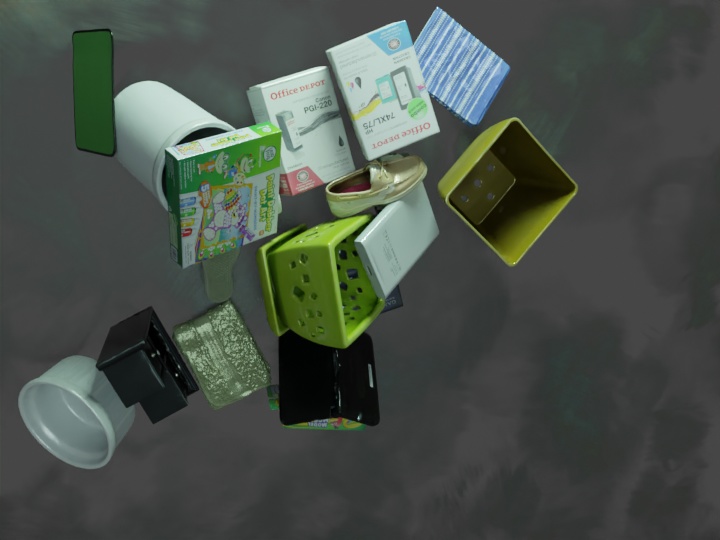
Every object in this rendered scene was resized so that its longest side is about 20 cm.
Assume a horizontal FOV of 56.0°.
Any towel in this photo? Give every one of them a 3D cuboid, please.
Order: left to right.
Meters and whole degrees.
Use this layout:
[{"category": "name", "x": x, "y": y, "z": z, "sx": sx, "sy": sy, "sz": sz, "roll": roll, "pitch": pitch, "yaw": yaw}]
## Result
[{"category": "towel", "x": -0.274, "y": 0.171, "z": 1.356, "sx": 0.146, "sy": 0.036, "sz": 0.203, "roll": -26, "pitch": 108, "yaw": -7}, {"category": "towel", "x": 0.190, "y": -0.397, "z": 1.339, "sx": 0.198, "sy": 0.024, "sz": 0.146, "roll": 32, "pitch": 94, "yaw": -19}]

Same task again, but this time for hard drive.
[{"category": "hard drive", "x": 0.073, "y": -0.063, "z": 1.278, "sx": 0.200, "sy": 0.026, "sz": 0.133, "roll": -48, "pitch": 129, "yaw": -33}]

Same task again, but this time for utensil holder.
[{"category": "utensil holder", "x": -0.315, "y": -0.208, "z": 1.139, "sx": 0.169, "sy": 0.199, "sz": 0.172, "roll": -32, "pitch": 142, "yaw": -29}]

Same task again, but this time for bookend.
[{"category": "bookend", "x": -0.384, "y": 0.198, "z": 1.250, "sx": 0.091, "sy": 0.200, "sz": 0.201, "roll": -27, "pitch": 108, "yaw": -5}]

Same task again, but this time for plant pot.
[{"category": "plant pot", "x": -0.077, "y": 0.013, "z": 1.271, "sx": 0.178, "sy": 0.199, "sz": 0.204, "roll": 0, "pitch": 109, "yaw": 25}, {"category": "plant pot", "x": 0.263, "y": -0.162, "z": 1.333, "sx": 0.199, "sy": 0.176, "sz": 0.201, "roll": 41, "pitch": 92, "yaw": -20}]

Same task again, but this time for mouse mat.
[{"category": "mouse mat", "x": -0.451, "y": -0.300, "z": 1.143, "sx": 0.007, "sy": 0.159, "sz": 0.204, "roll": -8, "pitch": 108, "yaw": -44}]

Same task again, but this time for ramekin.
[{"category": "ramekin", "x": -0.512, "y": 0.255, "z": 1.244, "sx": 0.197, "sy": 0.098, "sz": 0.204, "roll": 11, "pitch": 123, "yaw": 17}]

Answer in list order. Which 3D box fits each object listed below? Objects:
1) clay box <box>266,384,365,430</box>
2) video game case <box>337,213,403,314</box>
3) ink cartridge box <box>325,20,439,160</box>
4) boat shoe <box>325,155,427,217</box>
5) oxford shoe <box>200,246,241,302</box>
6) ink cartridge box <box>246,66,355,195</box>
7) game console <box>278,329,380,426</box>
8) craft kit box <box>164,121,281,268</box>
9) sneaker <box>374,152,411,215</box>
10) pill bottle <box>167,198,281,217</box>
[{"category": "clay box", "x": -0.093, "y": 0.279, "z": 1.386, "sx": 0.196, "sy": 0.115, "sz": 0.049, "roll": 4, "pitch": 104, "yaw": -14}, {"category": "video game case", "x": 0.000, "y": 0.000, "z": 1.391, "sx": 0.140, "sy": 0.019, "sz": 0.204, "roll": -17, "pitch": 107, "yaw": -9}, {"category": "ink cartridge box", "x": 0.039, "y": -0.330, "z": 1.244, "sx": 0.144, "sy": 0.146, "sz": 0.203, "roll": -21, "pitch": 108, "yaw": 2}, {"category": "boat shoe", "x": 0.027, "y": -0.165, "z": 1.249, "sx": 0.197, "sy": 0.074, "sz": 0.069, "roll": -26, "pitch": 142, "yaw": 3}, {"category": "oxford shoe", "x": -0.264, "y": -0.024, "z": 1.259, "sx": 0.074, "sy": 0.058, "sz": 0.202, "roll": -10, "pitch": 140, "yaw": -23}, {"category": "ink cartridge box", "x": -0.108, "y": -0.258, "z": 1.254, "sx": 0.144, "sy": 0.084, "sz": 0.203, "roll": -23, "pitch": 107, "yaw": -23}, {"category": "game console", "x": -0.063, "y": 0.216, "z": 1.361, "sx": 0.116, "sy": 0.203, "sz": 0.174, "roll": -31, "pitch": 140, "yaw": 35}, {"category": "craft kit box", "x": -0.221, "y": -0.125, "z": 1.113, "sx": 0.196, "sy": 0.048, "sz": 0.203, "roll": -28, "pitch": 139, "yaw": -38}, {"category": "sneaker", "x": 0.055, "y": -0.129, "z": 1.336, "sx": 0.087, "sy": 0.074, "sz": 0.204, "roll": -6, "pitch": 97, "yaw": -33}, {"category": "pill bottle", "x": -0.252, "y": -0.130, "z": 1.248, "sx": 0.197, "sy": 0.111, "sz": 0.113, "roll": -19, "pitch": 107, "yaw": -9}]
